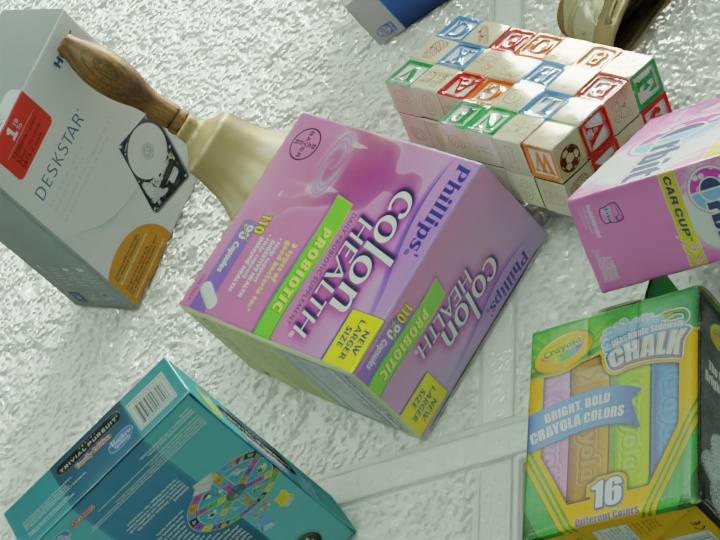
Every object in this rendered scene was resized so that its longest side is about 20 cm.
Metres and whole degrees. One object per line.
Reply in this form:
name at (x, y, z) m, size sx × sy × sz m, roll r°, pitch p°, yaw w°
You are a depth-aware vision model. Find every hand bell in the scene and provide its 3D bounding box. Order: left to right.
hand bell at (-0.145, -0.119, 1.899) m, size 0.104 × 0.200 × 0.104 m, roll -54°, pitch 7°, yaw 10°

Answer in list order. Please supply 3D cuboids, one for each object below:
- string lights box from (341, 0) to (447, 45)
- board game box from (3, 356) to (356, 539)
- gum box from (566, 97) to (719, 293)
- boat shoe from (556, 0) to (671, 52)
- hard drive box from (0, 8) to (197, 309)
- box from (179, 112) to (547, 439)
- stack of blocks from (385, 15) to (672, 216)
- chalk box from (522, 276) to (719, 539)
string lights box at (0.071, -0.279, 1.967) m, size 0.199 × 0.059 × 0.103 m, roll -32°, pitch 44°, yaw 16°
board game box at (-0.119, 0.170, 1.671) m, size 0.151 × 0.200 × 0.047 m, roll -43°, pitch 42°, yaw 3°
gum box at (0.223, -0.061, 1.600) m, size 0.113 × 0.066 × 0.200 m, roll -17°, pitch 12°, yaw 28°
boat shoe at (0.228, -0.237, 1.804) m, size 0.200 × 0.071 × 0.064 m, roll -54°, pitch 48°, yaw 4°
hard drive box at (-0.231, -0.086, 1.962) m, size 0.077 × 0.200 × 0.157 m, roll 4°, pitch 62°, yaw 41°
box at (0.000, 0.000, 1.782) m, size 0.199 × 0.097 × 0.176 m, roll 20°, pitch 73°, yaw 45°
stack of blocks at (0.111, -0.114, 1.782) m, size 0.115 × 0.059 × 0.199 m, roll -42°, pitch 37°, yaw -25°
chalk box at (0.183, 0.097, 1.538) m, size 0.123 × 0.124 × 0.201 m, roll -17°, pitch 48°, yaw 29°
